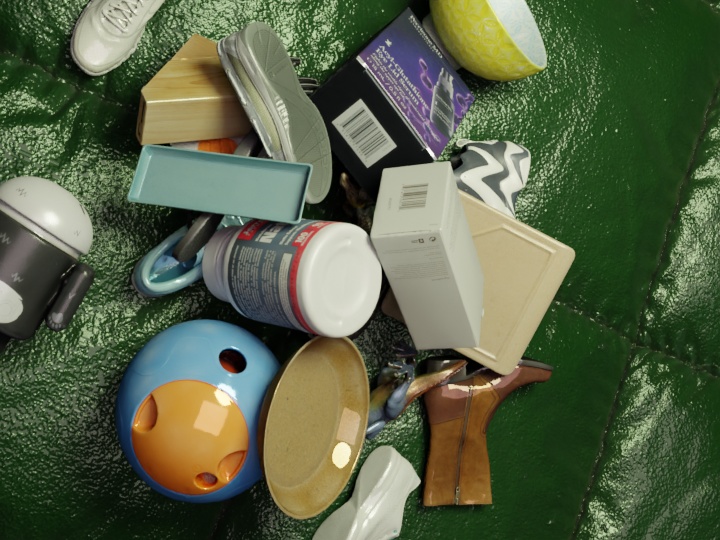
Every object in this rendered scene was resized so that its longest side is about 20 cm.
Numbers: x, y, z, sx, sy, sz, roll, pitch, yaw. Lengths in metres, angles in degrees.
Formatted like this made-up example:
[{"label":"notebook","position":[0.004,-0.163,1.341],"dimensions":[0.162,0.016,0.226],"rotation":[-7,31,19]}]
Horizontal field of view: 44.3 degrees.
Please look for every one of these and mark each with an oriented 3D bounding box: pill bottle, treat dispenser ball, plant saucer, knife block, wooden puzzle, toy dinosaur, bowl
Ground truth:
[{"label":"pill bottle","position":[-0.084,0.001,0.983],"dimensions":[0.118,0.198,0.122],"rotation":[-8,102,-46]},{"label":"treat dispenser ball","position":[-0.177,0.159,1.004],"dimensions":[0.197,0.200,0.206],"rotation":[-1,92,-18]},{"label":"plant saucer","position":[-0.150,-0.091,0.950],"dimensions":[0.196,0.019,0.071],"rotation":[8,69,11]},{"label":"knife block","position":[-0.142,-0.194,1.030],"dimensions":[0.173,0.065,0.202],"rotation":[25,45,2]},{"label":"wooden puzzle","position":[0.149,0.013,1.135],"dimensions":[0.197,0.037,0.188],"rotation":[26,104,-3]},{"label":"toy dinosaur","position":[0.024,0.189,1.119],"dimensions":[0.196,0.106,0.184],"rotation":[15,116,-16]},{"label":"plant saucer","position":[-0.056,0.168,0.977],"dimensions":[0.199,0.035,0.205],"rotation":[-16,109,-56]},{"label":"bowl","position":[0.143,-0.320,1.134],"dimensions":[0.107,0.201,0.202],"rotation":[-28,104,29]}]

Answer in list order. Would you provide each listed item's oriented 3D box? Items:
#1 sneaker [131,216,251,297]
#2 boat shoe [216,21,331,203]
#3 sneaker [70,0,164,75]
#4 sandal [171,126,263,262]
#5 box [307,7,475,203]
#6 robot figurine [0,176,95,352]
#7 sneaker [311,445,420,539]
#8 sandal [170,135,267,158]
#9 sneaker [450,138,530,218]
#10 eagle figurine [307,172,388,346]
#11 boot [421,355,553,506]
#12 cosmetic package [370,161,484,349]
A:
[{"label":"sneaker","position":[-0.182,-0.031,1.059],"dimensions":[0.199,0.082,0.074],"rotation":[-41,104,-13]},{"label":"boat shoe","position":[-0.093,-0.167,0.975],"dimensions":[0.075,0.064,0.205],"rotation":[-47,118,-45]},{"label":"sneaker","position":[-0.264,-0.315,1.025],"dimensions":[0.075,0.081,0.201],"rotation":[39,81,-17]},{"label":"sandal","position":[-0.163,-0.098,1.001],"dimensions":[0.045,0.075,0.202],"rotation":[29,73,-2]},{"label":"box","position":[0.038,-0.202,1.063],"dimensions":[0.149,0.104,0.201],"rotation":[49,36,-13]},{"label":"robot figurine","position":[-0.382,-0.005,0.974],"dimensions":[0.149,0.124,0.202],"rotation":[36,81,-27]},{"label":"sneaker","position":[0.009,0.334,1.145],"dimensions":[0.088,0.075,0.201],"rotation":[43,77,-27]},{"label":"sandal","position":[-0.136,-0.129,1.077],"dimensions":[0.203,0.059,0.081],"rotation":[19,69,-4]},{"label":"sneaker","position":[0.143,-0.081,1.171],"dimensions":[0.127,0.079,0.203],"rotation":[13,93,-12]},{"label":"eagle figurine","position":[-0.006,0.001,1.095],"dimensions":[0.150,0.149,0.205],"rotation":[10,75,-46]},{"label":"boot","position":[0.173,0.217,1.193],"dimensions":[0.184,0.068,0.205],"rotation":[-2,93,-19]},{"label":"cosmetic package","position":[0.083,-0.011,1.008],"dimensions":[0.083,0.109,0.202],"rotation":[-4,136,18]}]
